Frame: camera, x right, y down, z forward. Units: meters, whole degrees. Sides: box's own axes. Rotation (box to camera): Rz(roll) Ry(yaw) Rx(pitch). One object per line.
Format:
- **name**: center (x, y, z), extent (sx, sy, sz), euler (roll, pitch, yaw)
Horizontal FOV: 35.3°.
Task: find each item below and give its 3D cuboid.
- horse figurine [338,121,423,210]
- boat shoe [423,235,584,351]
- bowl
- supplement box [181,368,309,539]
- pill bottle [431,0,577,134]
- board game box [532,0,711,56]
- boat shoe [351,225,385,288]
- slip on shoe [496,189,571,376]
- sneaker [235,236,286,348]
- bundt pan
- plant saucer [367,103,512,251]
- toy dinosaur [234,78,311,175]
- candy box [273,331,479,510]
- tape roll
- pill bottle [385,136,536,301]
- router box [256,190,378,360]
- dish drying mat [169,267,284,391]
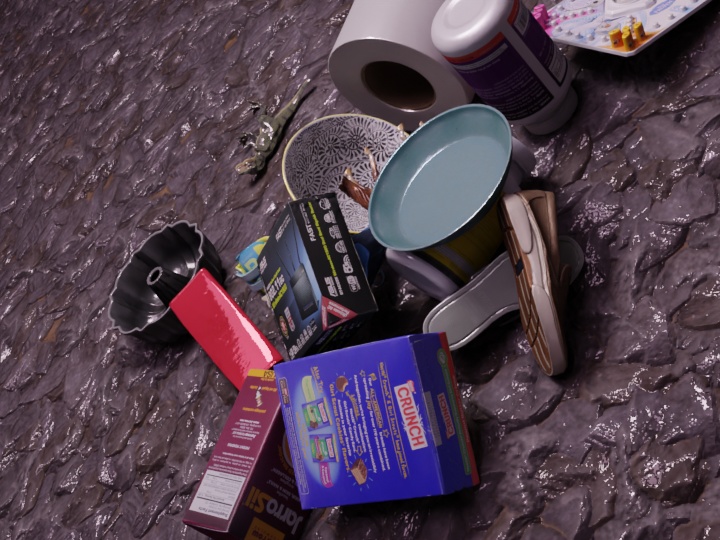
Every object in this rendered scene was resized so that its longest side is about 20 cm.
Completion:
- **horse figurine**: center (0.067, -0.123, 1.444), extent (0.200, 0.050, 0.133), euler (-33, 63, -23)
- **boat shoe**: center (0.158, 0.022, 1.277), extent (0.200, 0.076, 0.060), euler (-27, -1, 5)
- **bowl**: center (-0.010, -0.104, 1.509), extent (0.094, 0.200, 0.201), euler (105, 175, -55)
- **supplement box**: center (-0.109, 0.230, 1.332), extent (0.086, 0.110, 0.200), euler (0, 59, 44)
- **pill bottle**: center (0.182, -0.256, 1.382), extent (0.112, 0.200, 0.113), euler (-27, 42, 27)
- **board game box**: center (0.330, -0.338, 1.391), extent (0.200, 0.026, 0.200), euler (-36, 34, -17)
- **boat shoe**: center (0.000, 0.000, 1.417), extent (0.069, 0.084, 0.200), euler (-47, 4, -22)
- **slip on shoe**: center (0.199, 0.010, 1.207), extent (0.060, 0.076, 0.201), euler (-12, 76, -8)
- **sneaker**: center (-0.107, 0.035, 1.484), extent (0.079, 0.131, 0.200), euler (-39, 39, 12)
- **bundt pan**: center (-0.287, 0.026, 1.720), extent (0.202, 0.076, 0.202), euler (-27, 43, 28)
- **plant saucer**: center (0.096, -0.098, 1.283), extent (0.200, 0.036, 0.200), euler (-29, 41, 28)
- **toy dinosaur**: center (-0.156, -0.234, 1.840), extent (0.088, 0.047, 0.200), euler (18, 71, 36)
- **candy box**: center (0.014, 0.165, 1.228), extent (0.200, 0.077, 0.170), euler (-15, 85, 39)
- **tape roll**: center (0.072, -0.302, 1.535), extent (0.202, 0.203, 0.139), euler (-2, 58, 44)
- **pill bottle**: center (0.125, -0.068, 1.352), extent (0.112, 0.112, 0.200), euler (23, 76, 52)
- **router box**: center (-0.057, 0.015, 1.347), extent (0.200, 0.062, 0.150), euler (129, 124, -64)
- **dish drying mat**: center (-0.187, 0.084, 1.561), extent (0.077, 0.018, 0.200), euler (-47, 57, 3)
